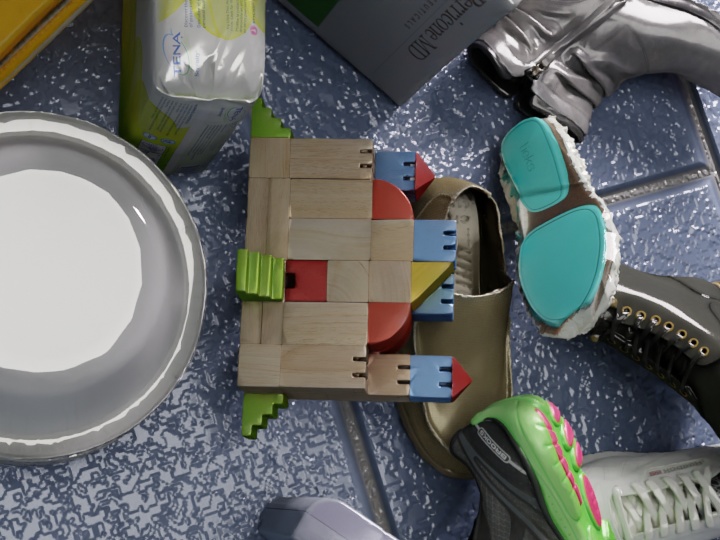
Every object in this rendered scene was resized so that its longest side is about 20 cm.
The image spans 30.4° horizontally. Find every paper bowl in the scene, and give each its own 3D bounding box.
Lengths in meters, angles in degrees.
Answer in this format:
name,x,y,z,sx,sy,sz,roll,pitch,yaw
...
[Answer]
name,x,y,z,sx,sy,sz,roll,pitch,yaw
paper bowl,-0.186,0.008,0.758,0.199,0.104,0.203,4,78,-17

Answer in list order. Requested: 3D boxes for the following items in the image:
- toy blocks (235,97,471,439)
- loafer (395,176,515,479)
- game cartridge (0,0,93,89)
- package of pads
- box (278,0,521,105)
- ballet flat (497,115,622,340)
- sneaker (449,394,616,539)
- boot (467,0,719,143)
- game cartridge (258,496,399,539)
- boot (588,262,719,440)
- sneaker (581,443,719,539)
name,x,y,z,sx,sy,sz,roll,pitch,yaw
toy blocks,0.000,0.000,0.800,0.135,0.100,0.202,1,77,4
loafer,0.061,0.033,0.855,0.075,0.067,0.202,-4,79,-19
game cartridge,-0.215,-0.217,0.756,0.176,0.032,0.200,-41,69,10
package of pads,-0.103,-0.173,0.798,0.068,0.154,0.202,2,78,-18
box,0.048,-0.252,0.843,0.171,0.199,0.201,39,71,-8
ballet flat,0.136,-0.023,0.854,0.071,0.072,0.201,14,41,-15
sneaker,0.111,0.176,0.815,0.077,0.083,0.202,-20,92,-65
boot,0.180,-0.141,0.943,0.199,0.070,0.132,31,75,-1
game cartridge,0.035,0.198,0.775,0.200,0.133,0.041,38,77,-8
boot,0.197,0.057,0.852,0.137,0.200,0.078,17,111,-10
sneaker,0.200,0.150,0.870,0.198,0.080,0.077,-14,86,-17
